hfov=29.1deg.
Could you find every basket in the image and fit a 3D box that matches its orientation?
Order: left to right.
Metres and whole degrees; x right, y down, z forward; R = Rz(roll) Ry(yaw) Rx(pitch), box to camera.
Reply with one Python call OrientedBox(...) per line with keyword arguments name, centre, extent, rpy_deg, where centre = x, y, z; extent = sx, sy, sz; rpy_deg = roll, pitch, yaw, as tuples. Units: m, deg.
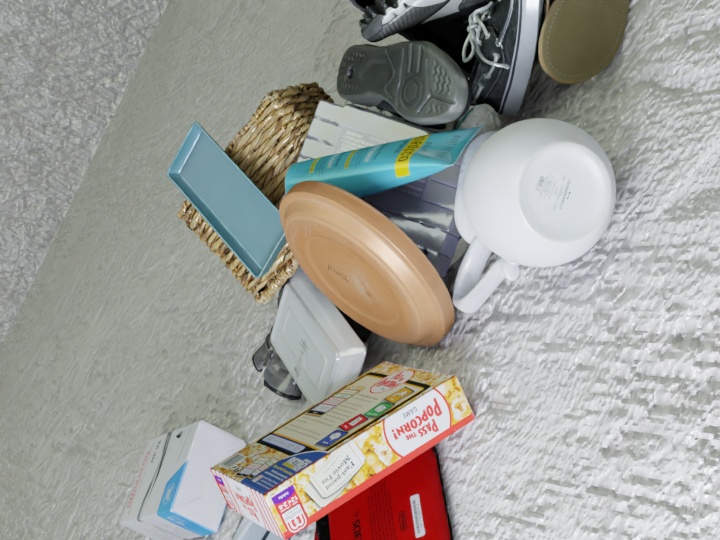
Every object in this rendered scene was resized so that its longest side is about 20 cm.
OrientedBox(name="basket", centre=(-0.073, -0.085, 1.515), extent=(0.200, 0.149, 0.143), rpy_deg=(-50, -11, 24))

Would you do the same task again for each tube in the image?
OrientedBox(name="tube", centre=(0.020, -0.095, 1.293), extent=(0.199, 0.051, 0.078), rpy_deg=(-11, 31, 36))

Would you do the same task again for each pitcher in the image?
OrientedBox(name="pitcher", centre=(0.133, -0.041, 1.180), extent=(0.200, 0.120, 0.173), rpy_deg=(-167, 94, -78))

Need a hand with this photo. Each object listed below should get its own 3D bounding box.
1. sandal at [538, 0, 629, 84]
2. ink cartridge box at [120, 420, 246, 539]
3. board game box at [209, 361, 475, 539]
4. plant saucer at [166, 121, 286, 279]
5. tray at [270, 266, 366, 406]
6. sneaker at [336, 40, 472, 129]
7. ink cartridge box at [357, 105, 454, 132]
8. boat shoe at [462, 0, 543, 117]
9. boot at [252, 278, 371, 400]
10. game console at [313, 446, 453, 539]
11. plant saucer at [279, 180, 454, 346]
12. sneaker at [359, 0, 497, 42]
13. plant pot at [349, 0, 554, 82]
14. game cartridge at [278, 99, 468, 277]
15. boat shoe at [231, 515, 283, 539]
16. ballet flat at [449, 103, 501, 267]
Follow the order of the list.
OrientedBox(name="sandal", centre=(0.208, -0.248, 1.304), extent=(0.070, 0.077, 0.213), rpy_deg=(-23, 35, 60))
OrientedBox(name="ink cartridge box", centre=(-0.223, 0.259, 1.665), extent=(0.200, 0.066, 0.117), rpy_deg=(-26, 42, 56))
OrientedBox(name="board game box", centre=(-0.019, 0.152, 1.223), extent=(0.199, 0.047, 0.151), rpy_deg=(-30, 13, -19))
OrientedBox(name="plant saucer", centre=(-0.135, -0.074, 1.432), extent=(0.200, 0.019, 0.070), rpy_deg=(47, 113, 39))
OrientedBox(name="tray", centre=(-0.051, 0.079, 1.421), extent=(0.200, 0.022, 0.108), rpy_deg=(50, 129, 56))
OrientedBox(name="sneaker", centre=(0.070, -0.177, 1.340), extent=(0.199, 0.113, 0.077), rpy_deg=(18, 100, 59))
OrientedBox(name="ink cartridge box", centre=(0.018, -0.097, 1.529), extent=(0.146, 0.083, 0.201), rpy_deg=(-30, 37, 52))
OrientedBox(name="boat shoe", centre=(0.133, -0.221, 1.322), extent=(0.200, 0.067, 0.074), rpy_deg=(95, -175, -66))
OrientedBox(name="boot", centre=(-0.054, 0.086, 1.519), extent=(0.133, 0.069, 0.200), rpy_deg=(-70, 22, 10))
OrientedBox(name="game console", centre=(0.015, 0.270, 1.190), extent=(0.171, 0.119, 0.201), rpy_deg=(-23, 33, 9))
OrientedBox(name="plant saucer", centre=(0.000, 0.000, 1.299), extent=(0.032, 0.201, 0.200), rpy_deg=(-47, 16, -22))
OrientedBox(name="sneaker", centre=(0.095, -0.271, 1.358), extent=(0.199, 0.091, 0.067), rpy_deg=(-35, 23, 5))
OrientedBox(name="plant pot", centre=(0.107, -0.323, 1.475), extent=(0.201, 0.199, 0.177), rpy_deg=(-59, 11, 6))
OrientedBox(name="game cartridge", centre=(0.021, -0.085, 1.353), extent=(0.199, 0.038, 0.131), rpy_deg=(22, 87, 33))
OrientedBox(name="boat shoe", centre=(-0.078, 0.219, 1.385), extent=(0.200, 0.072, 0.062), rpy_deg=(-53, 25, 28))
OrientedBox(name="ballet flat", centre=(0.097, -0.063, 1.362), extent=(0.201, 0.071, 0.072), rpy_deg=(-61, 22, 7))
